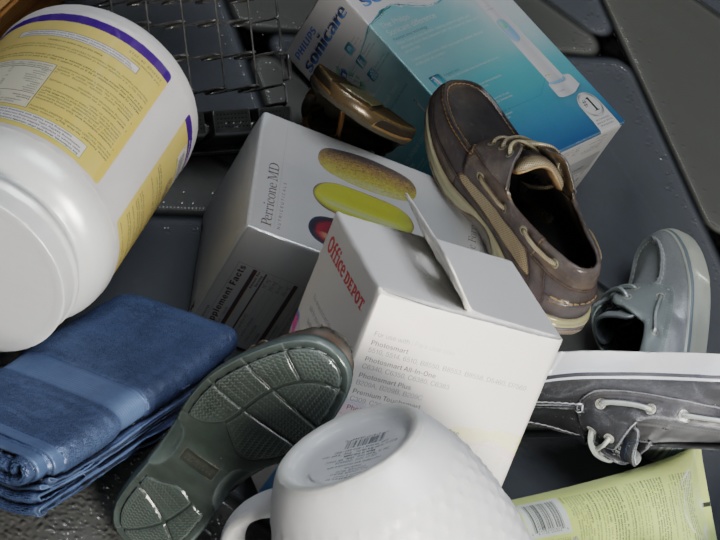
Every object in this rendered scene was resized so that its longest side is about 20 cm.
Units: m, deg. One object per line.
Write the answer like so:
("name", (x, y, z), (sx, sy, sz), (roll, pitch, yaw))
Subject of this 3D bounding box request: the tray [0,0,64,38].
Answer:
("tray", (-0.224, -0.197, 1.834), (0.037, 0.099, 0.200), (35, 43, 1))

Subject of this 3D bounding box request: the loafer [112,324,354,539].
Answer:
("loafer", (-0.075, 0.089, 1.597), (0.072, 0.200, 0.063), (42, 30, -10))

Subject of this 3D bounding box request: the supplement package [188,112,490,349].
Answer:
("supplement package", (0.000, 0.000, 1.786), (0.199, 0.110, 0.114), (20, 44, -15))

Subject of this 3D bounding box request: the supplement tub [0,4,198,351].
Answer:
("supplement tub", (-0.200, -0.058, 1.691), (0.145, 0.146, 0.200), (32, 43, -2))

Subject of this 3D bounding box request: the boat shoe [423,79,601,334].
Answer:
("boat shoe", (0.108, -0.053, 1.765), (0.074, 0.073, 0.200), (-6, 55, -36))

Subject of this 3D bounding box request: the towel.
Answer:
("towel", (-0.170, 0.081, 1.638), (0.111, 0.049, 0.200), (20, 35, 30))

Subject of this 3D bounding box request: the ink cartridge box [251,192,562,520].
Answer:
("ink cartridge box", (0.027, 0.067, 1.652), (0.125, 0.200, 0.129), (16, 19, -20))

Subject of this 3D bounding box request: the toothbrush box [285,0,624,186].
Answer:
("toothbrush box", (0.068, -0.133, 1.965), (0.146, 0.085, 0.200), (-27, 70, -44))

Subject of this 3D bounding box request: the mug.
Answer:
("mug", (0.005, 0.175, 1.546), (0.148, 0.200, 0.176), (-48, 121, -47))

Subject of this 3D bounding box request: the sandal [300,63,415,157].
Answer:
("sandal", (-0.015, -0.095, 1.842), (0.082, 0.200, 0.055), (32, 84, -8))

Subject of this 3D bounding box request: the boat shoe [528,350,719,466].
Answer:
("boat shoe", (0.174, 0.096, 1.797), (0.199, 0.072, 0.068), (0, 68, 9))

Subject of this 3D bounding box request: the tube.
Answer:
("tube", (0.160, 0.168, 1.782), (0.200, 0.058, 0.052), (-7, 36, -37))

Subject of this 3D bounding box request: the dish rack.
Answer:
("dish rack", (-0.121, -0.179, 1.842), (0.153, 0.054, 0.201), (-5, 89, -36))

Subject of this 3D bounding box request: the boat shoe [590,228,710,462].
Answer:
("boat shoe", (0.199, 0.042, 1.900), (0.071, 0.070, 0.201), (22, 46, -18))
